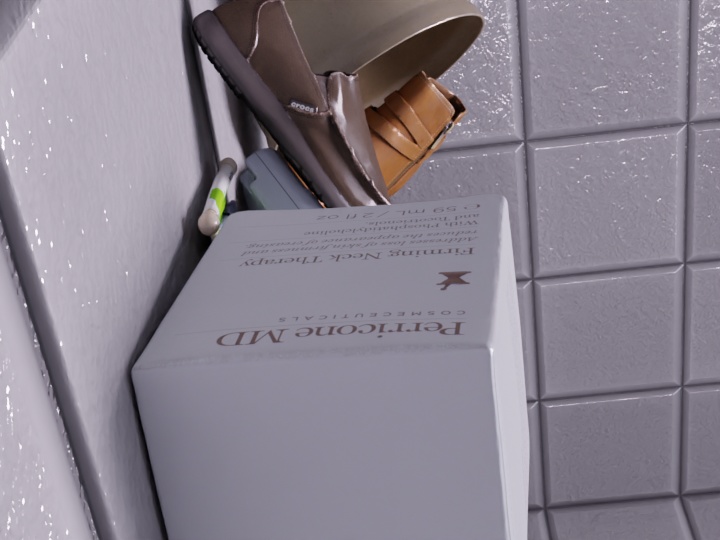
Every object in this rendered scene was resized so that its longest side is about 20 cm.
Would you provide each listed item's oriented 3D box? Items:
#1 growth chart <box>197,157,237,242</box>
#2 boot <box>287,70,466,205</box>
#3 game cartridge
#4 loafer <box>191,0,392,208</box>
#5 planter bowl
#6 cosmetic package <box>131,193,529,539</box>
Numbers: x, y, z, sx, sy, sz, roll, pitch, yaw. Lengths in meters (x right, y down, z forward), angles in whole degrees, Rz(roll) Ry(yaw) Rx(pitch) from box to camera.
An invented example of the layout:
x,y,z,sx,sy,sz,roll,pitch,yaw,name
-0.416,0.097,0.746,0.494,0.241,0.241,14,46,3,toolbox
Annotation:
x,y,z,sx,sy,sz,roll,pitch,yaw,name
-0.080,0.027,0.797,0.145,0.018,0.201,-91,175,-63,growth chart
-0.001,-0.097,0.967,0.074,0.155,0.200,52,18,6,boot
-0.025,0.013,0.851,0.133,0.041,0.200,48,-14,21,game cartridge
-0.023,-0.098,0.788,0.200,0.071,0.073,52,-2,-17,loafer
-0.019,-0.198,0.979,0.135,0.200,0.200,58,0,7,planter bowl
0.000,0.073,0.640,0.200,0.167,0.167,-72,156,-66,cosmetic package
